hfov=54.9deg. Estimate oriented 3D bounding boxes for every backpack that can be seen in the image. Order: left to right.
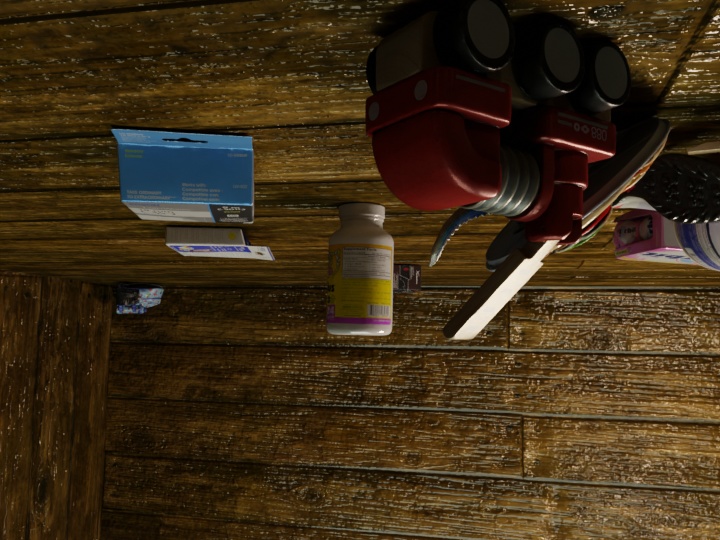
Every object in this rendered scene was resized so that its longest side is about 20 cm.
[{"bbox_3d":[-0.963,0.121,3.028,0.199,0.135,0.182,0,176,-20],"label":"backpack"}]

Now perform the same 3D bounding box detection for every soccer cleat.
[{"bbox_3d":[0.308,-0.091,0.708,0.073,0.069,0.200,-20,-163,-25],"label":"soccer cleat"}]

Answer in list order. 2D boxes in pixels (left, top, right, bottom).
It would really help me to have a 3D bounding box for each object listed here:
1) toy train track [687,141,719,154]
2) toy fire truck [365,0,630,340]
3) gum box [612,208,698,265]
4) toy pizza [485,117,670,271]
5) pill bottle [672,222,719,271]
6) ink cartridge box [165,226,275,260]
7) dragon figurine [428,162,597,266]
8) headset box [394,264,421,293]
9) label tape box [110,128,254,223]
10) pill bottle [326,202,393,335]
[{"bbox_3d":[0.357,-0.122,0.620,0.114,0.033,0.200,-2,-179,27],"label":"toy train track"},{"bbox_3d":[0.084,-0.053,0.472,0.175,0.201,0.128,4,173,-35],"label":"toy fire truck"},{"bbox_3d":[0.454,-0.047,0.934,0.199,0.067,0.113,4,172,-9],"label":"gum box"},{"bbox_3d":[0.196,-0.061,0.625,0.200,0.032,0.200,-42,-176,3],"label":"toy pizza"},{"bbox_3d":[0.414,-0.052,0.720,0.119,0.120,0.200,0,-176,8],"label":"pill bottle"},{"bbox_3d":[-0.281,-0.055,1.425,0.199,0.047,0.198,0,174,-4],"label":"ink cartridge box"},{"bbox_3d":[0.138,-0.073,0.596,0.099,0.200,0.059,32,154,-4],"label":"dragon figurine"},{"bbox_3d":[0.068,0.024,2.041,0.199,0.075,0.149,1,175,-6],"label":"headset box"},{"bbox_3d":[-0.193,-0.099,0.787,0.143,0.064,0.200,1,175,-8],"label":"label tape box"},{"bbox_3d":[0.000,0.000,1.083,0.104,0.201,0.104,2,175,0],"label":"pill bottle"}]
